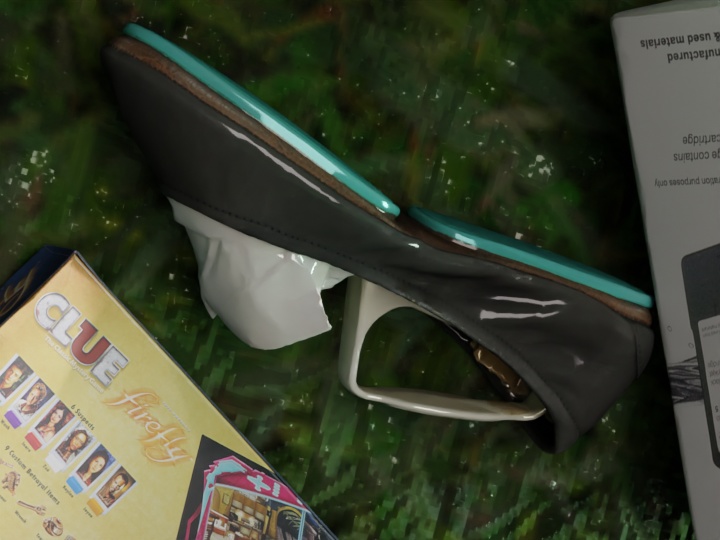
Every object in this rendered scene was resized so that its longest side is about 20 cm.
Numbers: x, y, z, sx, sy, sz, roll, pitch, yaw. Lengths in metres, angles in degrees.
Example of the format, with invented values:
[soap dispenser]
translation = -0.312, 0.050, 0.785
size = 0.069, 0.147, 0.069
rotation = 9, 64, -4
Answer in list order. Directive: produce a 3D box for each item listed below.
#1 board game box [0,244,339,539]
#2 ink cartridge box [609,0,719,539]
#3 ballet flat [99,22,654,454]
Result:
[board game box]
translation = -0.070, 0.111, 0.854
size = 0.135, 0.035, 0.200
rotation = -45, 108, -14
[ink cartridge box]
translation = 0.168, 0.005, 0.900
size = 0.145, 0.084, 0.201
rotation = -16, 99, -38
[ballet flat]
translation = 0.000, 0.000, 0.860
size = 0.200, 0.068, 0.069
rotation = 27, 92, -21
